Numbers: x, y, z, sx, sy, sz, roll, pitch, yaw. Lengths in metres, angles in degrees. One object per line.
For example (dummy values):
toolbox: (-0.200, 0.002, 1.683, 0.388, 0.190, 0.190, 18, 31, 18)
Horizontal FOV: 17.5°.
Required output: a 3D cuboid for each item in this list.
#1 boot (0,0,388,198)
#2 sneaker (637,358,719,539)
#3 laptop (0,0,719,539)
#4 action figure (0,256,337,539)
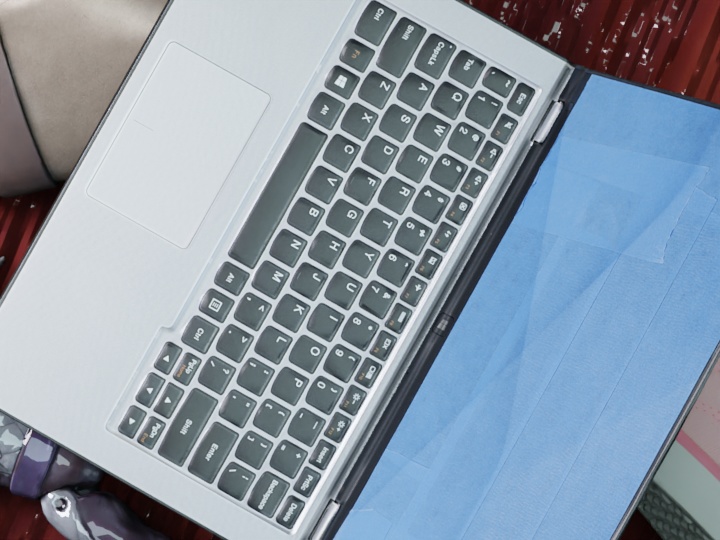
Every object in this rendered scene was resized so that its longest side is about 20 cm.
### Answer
boot: (-0.075, -0.062, 0.793, 0.146, 0.070, 0.200, -28, 89, 2)
sneaker: (0.134, 0.048, 0.771, 0.105, 0.075, 0.200, -36, 63, -10)
laptop: (0.000, 0.000, 0.693, 0.200, 0.116, 0.188, 29, 87, 3)
action figure: (-0.092, 0.067, 0.783, 0.199, 0.069, 0.131, 23, 95, 1)
